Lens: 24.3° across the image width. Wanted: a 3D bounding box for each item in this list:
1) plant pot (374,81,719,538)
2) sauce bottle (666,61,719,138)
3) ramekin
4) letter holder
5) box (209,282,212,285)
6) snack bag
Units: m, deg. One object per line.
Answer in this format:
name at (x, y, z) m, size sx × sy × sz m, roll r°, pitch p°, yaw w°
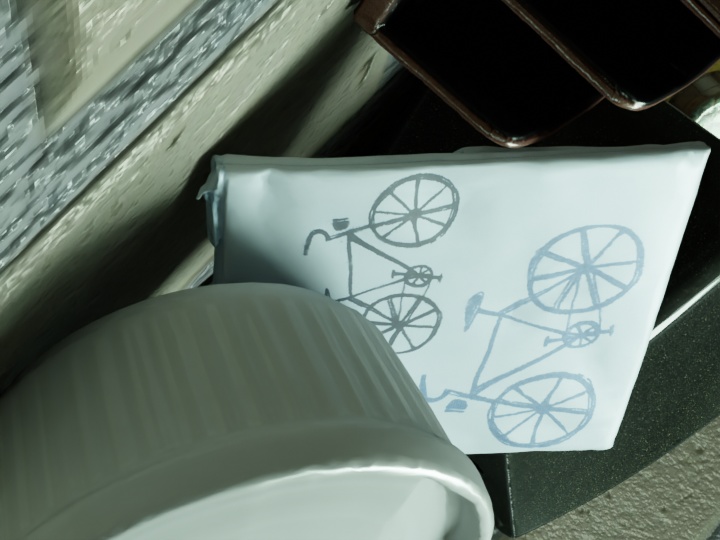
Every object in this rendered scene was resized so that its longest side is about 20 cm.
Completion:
plant pot at (0.088, 0.017, 0.872) m, size 0.177 × 0.199 × 0.200 m, roll -44°, pitch 155°, yaw -16°
sauce bottle at (0.158, -0.117, 0.923) m, size 0.065 × 0.064 × 0.201 m, roll -48°, pitch -147°, yaw 15°
ramekin at (-0.056, 0.089, 0.632) m, size 0.200 × 0.095 × 0.203 m, roll -16°, pitch 147°, yaw -11°
letter holder at (0.115, -0.116, 0.658) m, size 0.101 × 0.142 × 0.200 m, roll -51°, pitch 175°, yaw 37°
box at (-0.072, 0.040, 0.876) m, size 0.200 × 0.036 × 0.145 m, roll -46°, pitch 175°, yaw -42°
snack bag at (0.029, 0.019, 0.685) m, size 0.190 × 0.197 × 0.022 m, roll 97°, pitch -14°, yaw -47°
